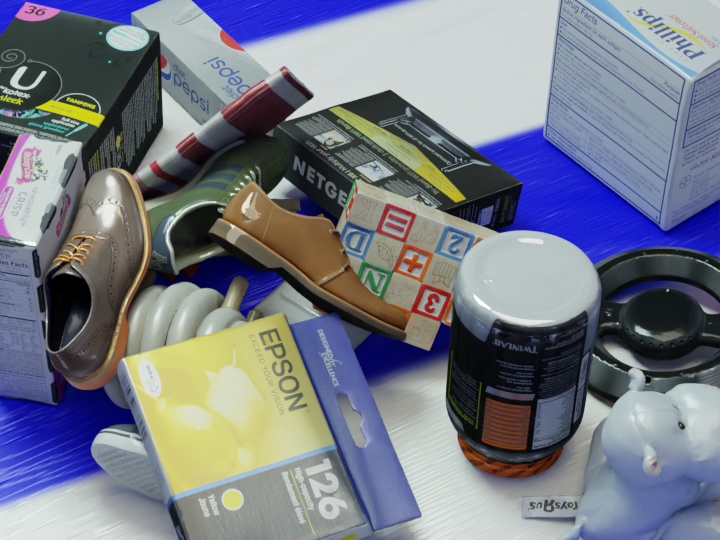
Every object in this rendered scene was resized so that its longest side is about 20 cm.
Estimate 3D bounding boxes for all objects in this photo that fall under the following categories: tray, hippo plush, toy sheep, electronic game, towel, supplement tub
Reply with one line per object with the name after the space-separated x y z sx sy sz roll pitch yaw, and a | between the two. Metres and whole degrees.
0.000 0.000 1.816 0.107 0.022 0.200 29 51 24 | tray
0.238 0.144 1.579 0.199 0.161 0.160 -2 45 -5 | hippo plush
-0.151 0.071 1.663 0.200 0.138 0.138 3 42 24 | toy sheep
0.278 0.051 1.760 0.199 0.042 0.200 -5 44 5 | electronic game
-0.137 -0.117 1.751 0.200 0.144 0.023 -36 84 4 | towel
0.135 0.075 1.617 0.122 0.200 0.123 1 44 -1 | supplement tub

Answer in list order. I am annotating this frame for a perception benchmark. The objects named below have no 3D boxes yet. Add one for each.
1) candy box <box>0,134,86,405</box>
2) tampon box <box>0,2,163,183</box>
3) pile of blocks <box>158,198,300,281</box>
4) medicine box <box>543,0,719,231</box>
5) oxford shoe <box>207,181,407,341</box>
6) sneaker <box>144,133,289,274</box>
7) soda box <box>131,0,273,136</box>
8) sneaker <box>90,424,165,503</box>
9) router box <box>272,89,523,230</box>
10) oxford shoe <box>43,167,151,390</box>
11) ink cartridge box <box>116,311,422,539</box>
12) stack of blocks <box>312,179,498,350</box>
-0.282 0.001 1.678 0.061 0.200 0.137 9 44 6 | candy box
-0.299 -0.147 1.878 0.150 0.126 0.200 14 45 11 | tampon box
-0.154 -0.024 1.821 0.200 0.082 0.062 -8 88 3 | pile of blocks
0.283 -0.176 1.878 0.103 0.200 0.182 -28 52 -27 | medicine box
-0.031 -0.006 1.659 0.200 0.071 0.071 35 78 -18 | oxford shoe
-0.124 -0.052 1.707 0.200 0.067 0.090 -32 37 -30 | sneaker
-0.159 -0.206 1.989 0.068 0.064 0.200 -26 51 -26 | soda box
-0.122 0.159 1.608 0.200 0.078 0.080 19 58 3 | sneaker
0.033 -0.094 1.865 0.157 0.052 0.200 -20 45 -37 | router box
-0.225 -0.005 1.613 0.071 0.073 0.200 -6 64 19 | oxford shoe
-0.072 0.138 1.558 0.200 0.047 0.198 -17 69 -17 | ink cartridge box
0.068 0.009 1.730 0.200 0.115 0.059 20 12 -7 | stack of blocks
